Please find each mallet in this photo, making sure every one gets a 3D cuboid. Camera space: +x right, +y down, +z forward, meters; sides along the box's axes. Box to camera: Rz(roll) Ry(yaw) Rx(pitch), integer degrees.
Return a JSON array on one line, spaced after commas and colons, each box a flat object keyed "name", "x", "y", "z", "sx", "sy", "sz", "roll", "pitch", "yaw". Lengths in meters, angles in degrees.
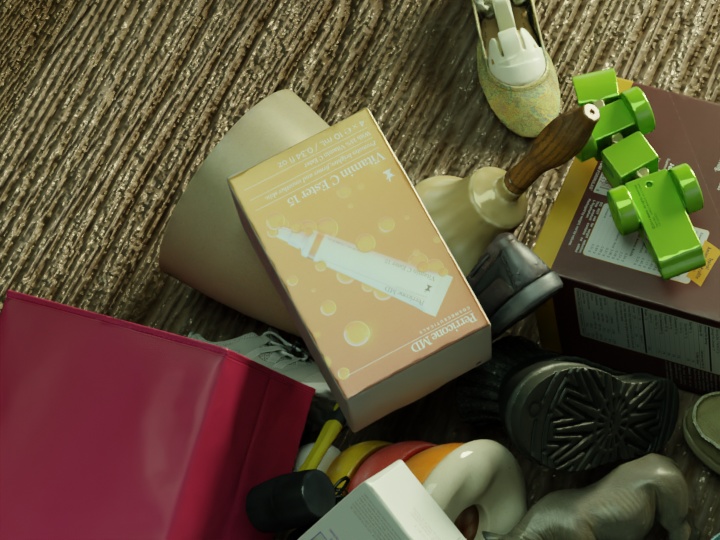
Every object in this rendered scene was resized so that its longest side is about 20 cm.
[{"name": "mallet", "x": -0.017, "y": 0.123, "z": 1.596, "sx": 0.066, "sy": 0.041, "sz": 0.200, "roll": -14, "pitch": 30, "yaw": 45}]

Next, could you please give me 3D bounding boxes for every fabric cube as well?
[{"name": "fabric cube", "x": -0.177, "y": 0.148, "z": 1.587, "sx": 0.196, "sy": 0.200, "sz": 0.200, "roll": 13, "pitch": 82, "yaw": 22}]

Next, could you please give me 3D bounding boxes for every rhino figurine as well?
[{"name": "rhino figurine", "x": 0.167, "y": 0.203, "z": 1.565, "sx": 0.200, "sy": 0.088, "sz": 0.060, "roll": -21, "pitch": 17, "yaw": -15}]

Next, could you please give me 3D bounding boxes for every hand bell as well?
[{"name": "hand bell", "x": 0.128, "y": -0.074, "z": 1.627, "sx": 0.104, "sy": 0.200, "sz": 0.104, "roll": 16, "pitch": 56, "yaw": -25}]

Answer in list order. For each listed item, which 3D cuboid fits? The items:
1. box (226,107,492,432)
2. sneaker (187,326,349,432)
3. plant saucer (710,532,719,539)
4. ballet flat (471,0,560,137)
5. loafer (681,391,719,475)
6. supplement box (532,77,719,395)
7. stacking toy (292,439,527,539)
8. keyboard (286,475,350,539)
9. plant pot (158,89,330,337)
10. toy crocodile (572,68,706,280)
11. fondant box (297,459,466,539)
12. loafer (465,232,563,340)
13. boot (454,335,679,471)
[{"name": "box", "x": 0.000, "y": 0.000, "z": 1.575, "sx": 0.124, "sy": 0.098, "sz": 0.200, "roll": -28, "pitch": 72, "yaw": -5}, {"name": "sneaker", "x": -0.068, "y": 0.081, "z": 1.714, "sx": 0.199, "sy": 0.075, "sz": 0.082, "roll": 3, "pitch": 62, "yaw": 14}, {"name": "plant saucer", "x": 0.332, "y": 0.274, "z": 1.548, "sx": 0.200, "sy": 0.027, "sz": 0.201, "roll": -5, "pitch": 58, "yaw": 9}, {"name": "ballet flat", "x": 0.133, "y": -0.212, "z": 1.858, "sx": 0.071, "sy": 0.071, "sz": 0.200, "roll": -12, "pitch": 58, "yaw": 4}, {"name": "loafer", "x": 0.339, "y": 0.136, "z": 1.589, "sx": 0.200, "sy": 0.068, "sz": 0.076, "roll": 23, "pitch": 47, "yaw": 30}, {"name": "supplement box", "x": 0.267, "y": -0.022, "z": 1.676, "sx": 0.200, "sy": 0.133, "sz": 0.198, "roll": 17, "pitch": 63, "yaw": 20}, {"name": "stacking toy", "x": 0.017, "y": 0.178, "z": 1.625, "sx": 0.200, "sy": 0.146, "sz": 0.146, "roll": 19, "pitch": 64, "yaw": 38}, {"name": "keyboard", "x": -0.038, "y": 0.235, "z": 1.567, "sx": 0.200, "sy": 0.040, "sz": 0.104, "roll": -52, "pitch": 40, "yaw": 28}, {"name": "plant pot", "x": -0.033, "y": -0.018, "z": 1.722, "sx": 0.200, "sy": 0.187, "sz": 0.187, "roll": 36, "pitch": 71, "yaw": 13}, {"name": "toy crocodile", "x": 0.213, "y": -0.078, "z": 1.613, "sx": 0.067, "sy": 0.062, "sz": 0.200, "roll": -24, "pitch": 62, "yaw": -3}, {"name": "fondant box", "x": 0.000, "y": 0.253, "z": 1.493, "sx": 0.200, "sy": 0.058, "sz": 0.144, "roll": -44, "pitch": 81, "yaw": 29}, {"name": "loafer", "x": 0.096, "y": 0.024, "z": 1.648, "sx": 0.072, "sy": 0.200, "sz": 0.063, "roll": -31, "pitch": 85, "yaw": -28}, {"name": "boot", "x": 0.129, "y": 0.098, "z": 1.587, "sx": 0.158, "sy": 0.211, "sz": 0.080, "roll": 16, "pitch": 93, "yaw": 38}]
